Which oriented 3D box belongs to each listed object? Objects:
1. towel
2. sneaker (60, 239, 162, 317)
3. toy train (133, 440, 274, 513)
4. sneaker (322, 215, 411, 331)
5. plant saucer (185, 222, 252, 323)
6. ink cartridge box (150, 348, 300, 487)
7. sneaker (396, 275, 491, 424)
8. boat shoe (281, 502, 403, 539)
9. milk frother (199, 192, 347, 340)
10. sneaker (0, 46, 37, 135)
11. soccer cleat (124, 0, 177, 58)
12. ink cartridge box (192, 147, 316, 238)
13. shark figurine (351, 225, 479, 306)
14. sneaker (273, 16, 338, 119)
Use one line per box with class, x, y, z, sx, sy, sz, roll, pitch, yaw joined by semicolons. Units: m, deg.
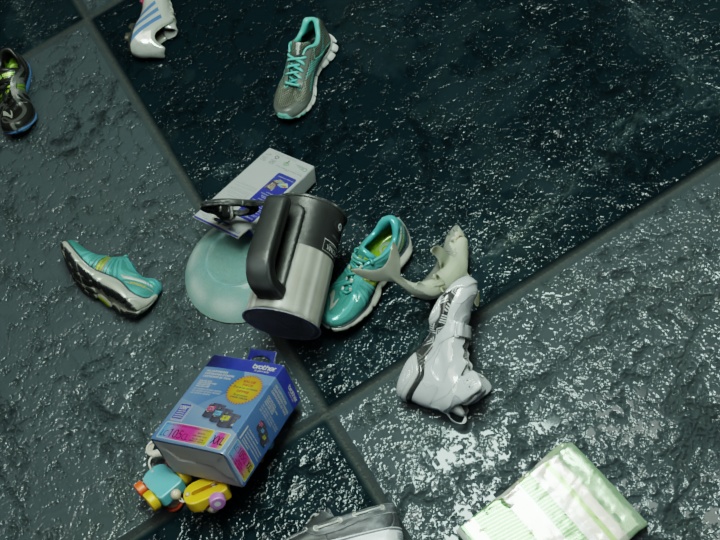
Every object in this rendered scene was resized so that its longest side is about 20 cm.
towel;0.246;0.335;1.323;0.200;0.023;0.153;-36;60;-9
sneaker;-0.409;0.007;1.654;0.200;0.078;0.080;31;53;22
toy train;-0.221;0.289;1.451;0.199;0.056;0.150;-8;37;19
sneaker;0.000;0.000;1.529;0.077;0.080;0.200;27;72;27
plant saucer;-0.192;-0.014;1.617;0.200;0.039;0.202;-6;59;11
ink cartridge box;-0.180;0.198;1.440;0.136;0.076;0.200;5;41;32
sneaker;0.142;0.115;1.427;0.115;0.075;0.200;28;91;22
boat shoe;-0.044;0.354;1.356;0.199;0.072;0.068;-14;61;3
milk frother;-0.145;-0.016;1.487;0.200;0.180;0.189;-6;60;38
sneaker;-0.651;-0.333;1.886;0.071;0.083;0.200;-17;59;4
soccer cleat;-0.380;-0.482;1.918;0.086;0.070;0.201;10;66;2
ink cartridge box;-0.169;-0.116;1.639;0.099;0.039;0.200;26;53;26
shark figurine;0.091;0.017;1.495;0.089;0.214;0.128;-25;85;43
sneaker;-0.107;-0.356;1.756;0.077;0.091;0.200;10;64;20
